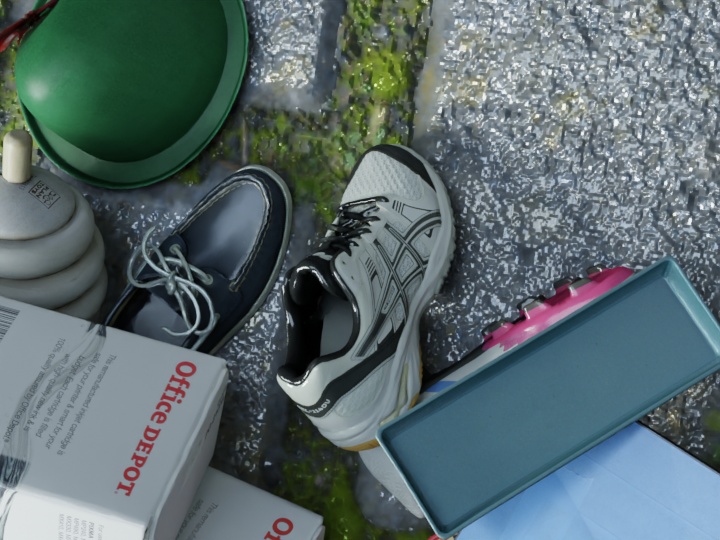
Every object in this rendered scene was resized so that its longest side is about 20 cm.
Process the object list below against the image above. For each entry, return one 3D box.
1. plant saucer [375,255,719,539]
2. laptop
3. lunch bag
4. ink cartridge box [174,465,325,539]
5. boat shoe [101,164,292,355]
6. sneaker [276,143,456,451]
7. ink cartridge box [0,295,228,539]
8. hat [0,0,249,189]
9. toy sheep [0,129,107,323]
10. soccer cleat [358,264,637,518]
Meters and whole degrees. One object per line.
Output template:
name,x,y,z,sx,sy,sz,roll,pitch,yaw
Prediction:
plant saucer,0.108,0.069,1.107,0.199,0.019,0.070,-30,77,-15
laptop,0.115,0.183,1.062,0.187,0.200,0.116,32,127,20
lunch bag,0.136,0.205,1.147,0.176,0.082,0.201,-35,75,15
ink cartridge box,-0.141,0.180,1.202,0.199,0.147,0.086,23,135,12
boat shoe,-0.116,0.019,1.267,0.075,0.062,0.200,43,102,17
sneaker,0.000,0.000,1.179,0.075,0.088,0.201,-16,52,33
ink cartridge box,-0.191,0.097,1.155,0.199,0.145,0.085,15,130,6
hat,-0.188,-0.135,1.243,0.165,0.176,0.200,38,100,21
toy sheep,-0.222,-0.001,1.267,0.137,0.138,0.201,26,133,21
soccer cleat,0.090,0.072,1.189,0.200,0.070,0.087,-32,90,19
